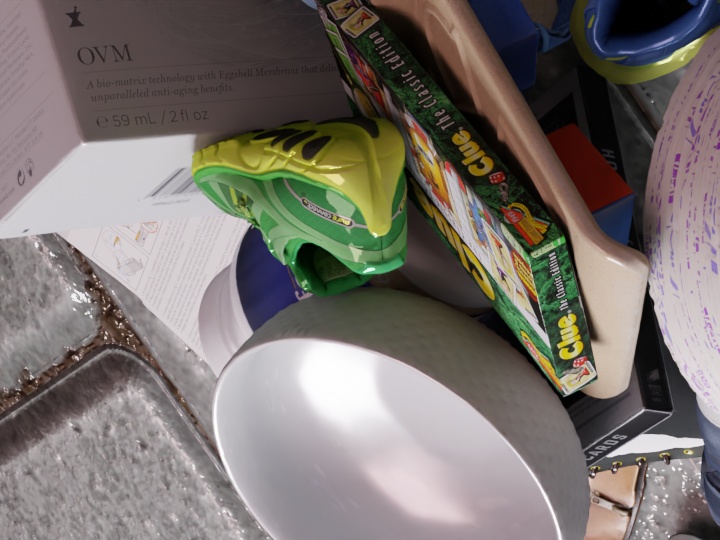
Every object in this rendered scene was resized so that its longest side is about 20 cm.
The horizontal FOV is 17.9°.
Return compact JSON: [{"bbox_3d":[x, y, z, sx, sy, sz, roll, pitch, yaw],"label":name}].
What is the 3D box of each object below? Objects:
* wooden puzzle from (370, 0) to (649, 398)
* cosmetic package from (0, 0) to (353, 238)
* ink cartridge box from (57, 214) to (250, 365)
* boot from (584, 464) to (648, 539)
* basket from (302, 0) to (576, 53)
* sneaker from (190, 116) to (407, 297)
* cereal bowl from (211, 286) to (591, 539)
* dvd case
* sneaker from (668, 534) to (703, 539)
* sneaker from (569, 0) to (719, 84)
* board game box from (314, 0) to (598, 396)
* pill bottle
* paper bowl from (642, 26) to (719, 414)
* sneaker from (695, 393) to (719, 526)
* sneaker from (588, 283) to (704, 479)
[{"bbox_3d":[0.074,-0.053,1.045,0.200,0.046,0.185,57,171,20],"label":"wooden puzzle"},{"bbox_3d":[-0.115,-0.140,1.214,0.123,0.199,0.201,-37,68,49],"label":"cosmetic package"},{"bbox_3d":[-0.100,-0.046,1.429,0.176,0.045,0.200,41,137,13],"label":"ink cartridge box"},{"bbox_3d":[0.075,0.074,1.338,0.199,0.068,0.189,20,121,26],"label":"boot"},{"bbox_3d":[0.054,-0.189,1.089,0.176,0.140,0.200,33,145,-30],"label":"basket"},{"bbox_3d":[-0.031,-0.029,1.101,0.200,0.074,0.084,-169,67,-72],"label":"sneaker"},{"bbox_3d":[0.029,0.084,1.144,0.199,0.083,0.201,21,138,20],"label":"cereal bowl"},{"bbox_3d":[0.094,0.014,1.210,0.150,0.025,0.201,-40,49,46],"label":"dvd case"},{"bbox_3d":[0.173,0.266,1.311,0.077,0.146,0.203,14,125,38],"label":"sneaker"},{"bbox_3d":[0.175,-0.150,1.002,0.200,0.105,0.076,-43,89,16],"label":"sneaker"},{"bbox_3d":[0.042,-0.040,1.045,0.200,0.023,0.105,53,171,40],"label":"board game box"},{"bbox_3d":[0.000,0.000,1.233,0.116,0.116,0.200,53,138,0],"label":"pill bottle"},{"bbox_3d":[0.205,-0.023,1.011,0.104,0.200,0.202,8,124,53],"label":"paper bowl"},{"bbox_3d":[0.271,0.106,1.167,0.201,0.077,0.147,10,138,17],"label":"sneaker"},{"bbox_3d":[0.134,0.097,1.260,0.106,0.075,0.201,32,123,6],"label":"sneaker"}]
